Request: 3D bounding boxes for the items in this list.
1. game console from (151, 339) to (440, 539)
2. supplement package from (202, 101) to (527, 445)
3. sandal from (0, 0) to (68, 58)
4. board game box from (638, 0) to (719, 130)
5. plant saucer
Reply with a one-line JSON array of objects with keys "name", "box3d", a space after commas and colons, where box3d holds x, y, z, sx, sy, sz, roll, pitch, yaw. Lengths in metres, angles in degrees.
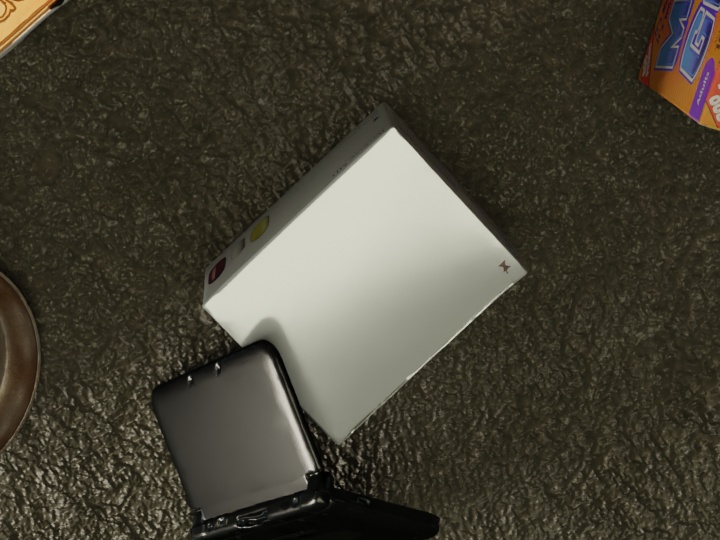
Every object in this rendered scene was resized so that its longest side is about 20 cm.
[{"name": "game console", "box3d": [-0.054, 0.149, 1.410, 0.175, 0.199, 0.118, 18, 66, -29]}, {"name": "supplement package", "box3d": [0.000, 0.000, 1.394, 0.200, 0.111, 0.156, -43, 104, 7]}, {"name": "sandal", "box3d": [-0.242, -0.224, 1.344, 0.079, 0.059, 0.207, 41, 99, -13]}, {"name": "board game box", "box3d": [0.345, -0.192, 1.319, 0.198, 0.200, 0.202, 15, 103, -8]}, {"name": "plant saucer", "box3d": [-0.345, 0.077, 1.396, 0.199, 0.032, 0.202, -12, 112, -31]}]
